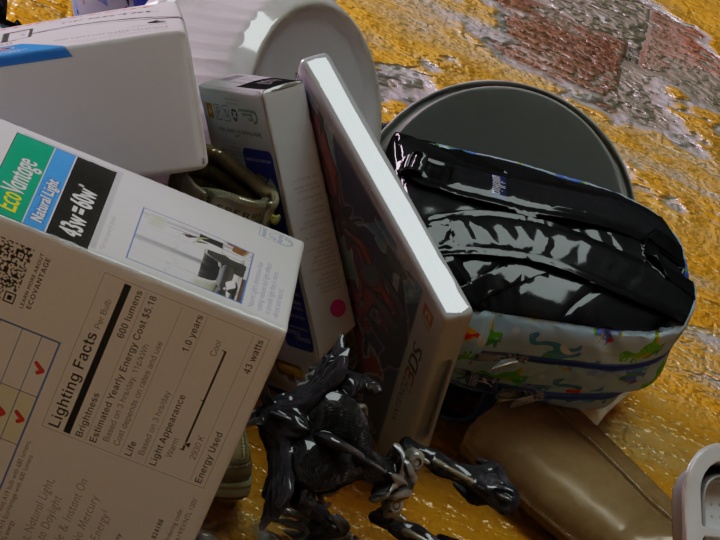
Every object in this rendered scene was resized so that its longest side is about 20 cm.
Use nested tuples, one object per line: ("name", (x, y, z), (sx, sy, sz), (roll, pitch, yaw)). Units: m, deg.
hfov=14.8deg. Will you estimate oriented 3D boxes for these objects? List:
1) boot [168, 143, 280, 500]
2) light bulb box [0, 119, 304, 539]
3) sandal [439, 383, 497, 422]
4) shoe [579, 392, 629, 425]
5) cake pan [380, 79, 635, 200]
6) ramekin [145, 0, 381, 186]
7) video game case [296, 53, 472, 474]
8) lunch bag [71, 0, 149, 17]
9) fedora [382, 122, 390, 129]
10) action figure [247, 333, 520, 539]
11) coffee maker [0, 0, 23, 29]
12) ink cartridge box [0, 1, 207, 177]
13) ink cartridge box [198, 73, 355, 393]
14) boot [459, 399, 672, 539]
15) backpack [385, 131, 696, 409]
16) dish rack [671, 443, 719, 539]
("boot", (-0.090, 0.028, 1.625), (0.072, 0.155, 0.200), (12, 25, -24))
("light bulb box", (-0.159, 0.052, 1.460), (0.199, 0.199, 0.125), (23, 22, -6))
("sandal", (0.022, 0.043, 1.805), (0.199, 0.080, 0.087), (18, 28, -11))
("shoe", (0.159, 0.072, 1.902), (0.054, 0.070, 0.200), (61, 28, -4))
("cake pan", (0.092, -0.038, 1.892), (0.200, 0.201, 0.037), (26, -11, 5))
("ramekin", (-0.067, -0.102, 1.845), (0.094, 0.204, 0.202), (4, 10, 34))
("video game case", (0.000, 0.000, 1.674), (0.023, 0.183, 0.201), (-17, 60, -21))
("lunch bag", (-0.140, -0.176, 1.941), (0.123, 0.171, 0.200), (-9, 22, -2))
("fedora", (0.037, -0.042, 1.969), (0.200, 0.092, 0.201), (19, 24, -9))
("action figure", (-0.009, 0.111, 1.575), (0.200, 0.119, 0.102), (32, -18, -34))
("coffee maker", (-0.269, -0.105, 1.806), (0.199, 0.135, 0.193), (22, 49, -1))
("ink cartridge box", (-0.170, -0.102, 1.640), (0.145, 0.085, 0.200), (-9, 11, -4))
("ink cartridge box", (-0.048, -0.019, 1.695), (0.037, 0.201, 0.095), (-16, 13, -25))
("boot", (0.187, 0.149, 1.745), (0.175, 0.066, 0.200), (-1, 34, -44))
("backpack", (0.112, 0.008, 1.756), (0.199, 0.154, 0.164), (0, 44, -7))
("dish rack", (0.259, 0.196, 1.648), (0.199, 0.173, 0.043), (7, -15, -33))
